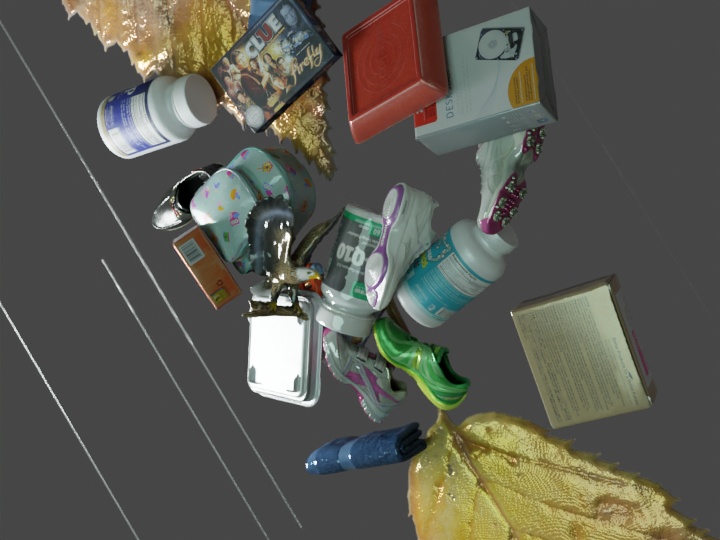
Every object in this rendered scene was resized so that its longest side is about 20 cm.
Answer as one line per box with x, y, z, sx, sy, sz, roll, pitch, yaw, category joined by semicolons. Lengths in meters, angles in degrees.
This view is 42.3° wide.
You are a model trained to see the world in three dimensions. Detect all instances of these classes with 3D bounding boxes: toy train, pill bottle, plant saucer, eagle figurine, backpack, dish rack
-0.113;0.075;1.674;0.200;0.055;0.151;-37;67;36;toy train
-0.362;-0.281;1.669;0.199;0.120;0.121;-12;97;29;pill bottle
0.041;-0.323;1.428;0.199;0.037;0.201;-23;64;43;plant saucer
0.000;0.000;1.535;0.112;0.113;0.202;20;98;21;pill bottle
-0.113;-0.020;1.530;0.150;0.152;0.202;8;93;11;eagle figurine
-0.181;-0.114;1.601;0.200;0.153;0.176;-45;69;20;backpack
-0.141;0.132;1.635;0.171;0.043;0.202;6;94;42;dish rack
0.156;-0.006;1.478;0.200;0.111;0.111;-42;83;28;pill bottle

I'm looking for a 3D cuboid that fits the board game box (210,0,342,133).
-0.141;-0.342;1.533;0.200;0.035;0.136;-39;85;28;board game box

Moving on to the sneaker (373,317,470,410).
0.106;0.143;1.566;0.200;0.074;0.084;42;120;1;sneaker

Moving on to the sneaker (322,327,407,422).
0.011;0.166;1.605;0.088;0.082;0.200;-33;112;17;sneaker

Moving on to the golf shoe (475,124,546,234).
0.210;-0.150;1.409;0.091;0.075;0.201;16;76;34;golf shoe

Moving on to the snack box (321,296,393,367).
-0.011;0.091;1.637;0.072;0.024;0.201;37;117;16;snack box

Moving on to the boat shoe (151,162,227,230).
-0.325;-0.133;1.723;0.201;0.063;0.074;-30;91;31;boat shoe

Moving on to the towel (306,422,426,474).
0.007;0.314;1.626;0.199;0.111;0.049;-15;89;30;towel

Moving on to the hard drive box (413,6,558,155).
0.181;-0.277;1.383;0.199;0.077;0.157;-14;71;29;hard drive box

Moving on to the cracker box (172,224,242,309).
-0.272;-0.009;1.641;0.057;0.200;0.135;-34;99;-6;cracker box

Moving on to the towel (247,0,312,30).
-0.133;-0.425;1.555;0.111;0.048;0.202;14;108;23;towel

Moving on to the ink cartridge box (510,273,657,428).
0.345;0.125;1.434;0.164;0.075;0.202;-18;93;28;ink cartridge box

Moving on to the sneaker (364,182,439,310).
0.069;-0.030;1.452;0.075;0.099;0.202;29;104;59;sneaker
